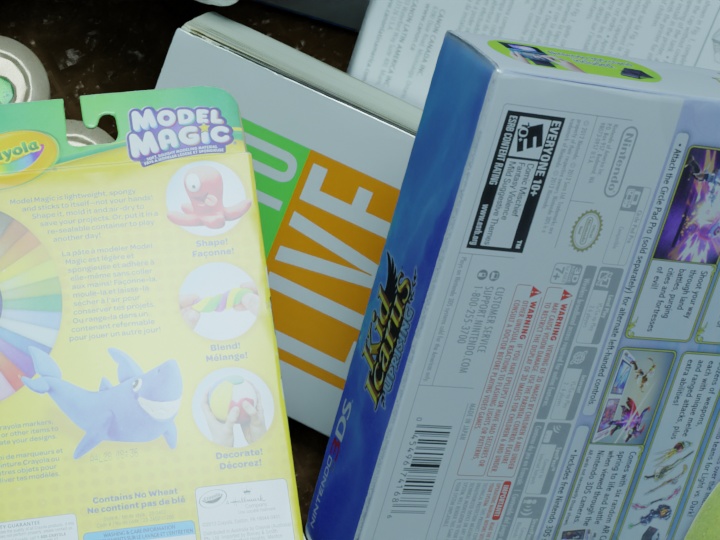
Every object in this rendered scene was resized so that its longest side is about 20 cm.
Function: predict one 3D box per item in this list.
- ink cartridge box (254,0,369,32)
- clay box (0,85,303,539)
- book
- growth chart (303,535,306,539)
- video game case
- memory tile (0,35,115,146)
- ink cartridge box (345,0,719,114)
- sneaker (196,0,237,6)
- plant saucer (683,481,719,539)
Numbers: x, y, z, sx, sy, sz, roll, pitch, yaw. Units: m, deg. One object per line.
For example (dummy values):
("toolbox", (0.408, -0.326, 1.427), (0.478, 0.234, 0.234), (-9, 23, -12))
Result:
("ink cartridge box", (0.023, -0.209, 0.902), (0.146, 0.086, 0.200), (17, 69, 3))
("clay box", (-0.087, 0.036, 0.723), (0.115, 0.048, 0.200), (-5, 73, -10))
("book", (0.000, 0.000, 0.805), (0.200, 0.048, 0.134), (25, 109, 6))
("growth chart", (-0.098, 0.075, 0.743), (0.145, 0.018, 0.200), (-17, 75, -13))
("video game case", (0.090, 0.022, 0.735), (0.181, 0.200, 0.045), (6, 23, -26))
("memory tile", (-0.210, -0.030, 0.832), (0.200, 0.017, 0.153), (-41, 87, -18))
("ink cartridge box", (0.094, -0.064, 0.812), (0.200, 0.163, 0.057), (21, 29, 1))
("sneaker", (-0.101, -0.206, 0.804), (0.199, 0.080, 0.130), (27, 65, 5))
("plant saucer", (0.212, 0.143, 0.757), (0.200, 0.031, 0.200), (0, 93, -7))
